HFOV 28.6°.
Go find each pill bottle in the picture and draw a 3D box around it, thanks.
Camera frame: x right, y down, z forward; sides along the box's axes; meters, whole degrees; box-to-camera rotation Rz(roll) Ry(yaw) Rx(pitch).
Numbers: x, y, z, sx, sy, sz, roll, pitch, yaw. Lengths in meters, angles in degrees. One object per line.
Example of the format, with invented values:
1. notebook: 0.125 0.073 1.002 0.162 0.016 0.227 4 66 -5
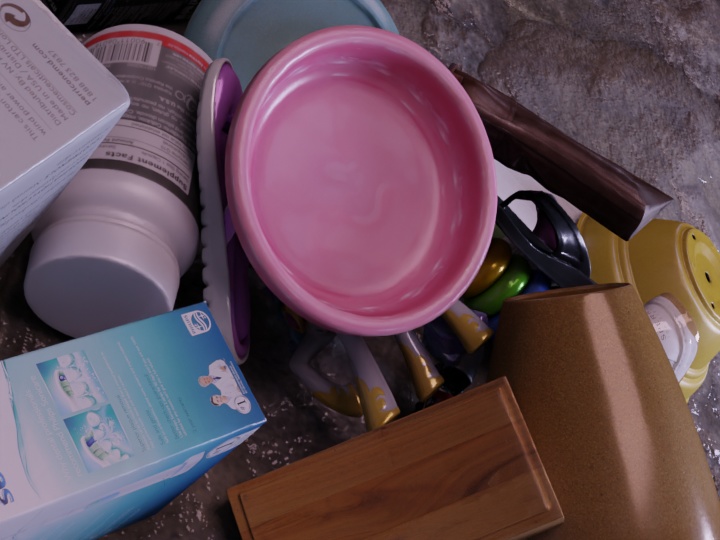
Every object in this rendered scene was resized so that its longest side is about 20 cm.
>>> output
1. pill bottle: -0.158 -0.058 0.952 0.113 0.114 0.202 26 48 -24

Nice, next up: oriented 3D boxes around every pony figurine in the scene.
1. pony figurine: 0.000 0.000 1.025 0.192 0.167 0.200 -36 78 -26

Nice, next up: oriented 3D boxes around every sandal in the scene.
1. sandal: -0.077 -0.039 0.948 0.082 0.049 0.205 -23 112 -82
2. sandal: 0.159 -0.022 1.129 0.200 0.048 0.075 39 11 -27

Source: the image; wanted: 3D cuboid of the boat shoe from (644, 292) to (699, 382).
1. boat shoe: 0.205 0.101 1.117 0.069 0.201 0.071 -19 49 -23

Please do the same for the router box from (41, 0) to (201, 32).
1. router box: -0.213 -0.287 1.104 0.149 0.062 0.201 -17 73 -45

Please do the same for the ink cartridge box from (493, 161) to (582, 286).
1. ink cartridge box: 0.134 -0.070 1.263 0.146 0.048 0.200 47 25 -5

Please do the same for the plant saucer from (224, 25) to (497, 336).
1. plant saucer: -0.003 -0.057 0.930 0.199 0.051 0.203 4 81 -30

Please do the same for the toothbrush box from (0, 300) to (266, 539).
1. toothbrush box: -0.176 0.107 0.796 0.199 0.146 0.086 -18 73 -45

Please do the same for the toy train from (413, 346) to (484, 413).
1. toy train: 0.058 0.117 1.063 0.034 0.046 0.201 38 44 -13

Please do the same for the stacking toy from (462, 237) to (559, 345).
1. stacking toy: 0.109 0.008 1.137 0.200 0.085 0.086 49 41 -14

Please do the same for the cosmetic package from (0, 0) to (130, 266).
1. cosmetic package: -0.272 -0.068 0.796 0.168 0.200 0.166 47 43 -4

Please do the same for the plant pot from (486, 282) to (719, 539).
1. plant pot: 0.157 0.115 0.999 0.185 0.185 0.203 -9 91 -44

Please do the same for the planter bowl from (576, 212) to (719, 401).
1. planter bowl: 0.279 0.019 1.260 0.200 0.083 0.202 35 41 -38

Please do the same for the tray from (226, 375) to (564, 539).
1. tray: 0.022 0.153 0.918 0.198 0.037 0.100 -22 71 -1

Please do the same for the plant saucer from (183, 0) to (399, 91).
1. plant saucer: -0.044 -0.145 1.095 0.198 0.027 0.203 -2 93 -26

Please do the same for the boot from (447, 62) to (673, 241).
1. boot: 0.140 -0.087 1.087 0.198 0.065 0.186 28 10 3
